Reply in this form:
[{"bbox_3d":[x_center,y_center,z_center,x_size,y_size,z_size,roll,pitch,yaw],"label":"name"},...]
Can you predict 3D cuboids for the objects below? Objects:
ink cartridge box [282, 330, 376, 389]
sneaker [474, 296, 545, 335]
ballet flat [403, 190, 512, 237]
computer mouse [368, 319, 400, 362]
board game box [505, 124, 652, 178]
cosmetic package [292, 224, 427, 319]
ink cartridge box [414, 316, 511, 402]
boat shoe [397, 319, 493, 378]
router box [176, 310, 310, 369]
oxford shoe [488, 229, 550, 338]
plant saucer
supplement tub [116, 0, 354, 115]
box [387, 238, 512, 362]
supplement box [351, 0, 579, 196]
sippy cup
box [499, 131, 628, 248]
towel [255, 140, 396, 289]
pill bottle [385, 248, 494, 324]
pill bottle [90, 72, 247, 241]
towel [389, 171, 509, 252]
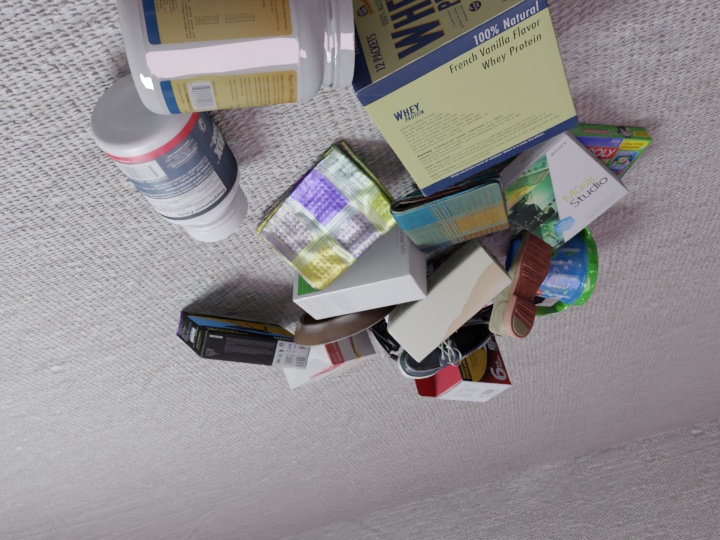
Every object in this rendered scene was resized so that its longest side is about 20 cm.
[{"bbox_3d":[-0.050,0.167,1.219,0.116,0.068,0.199,-33,165,29],"label":"ink cartridge box"},{"bbox_3d":[0.300,0.081,1.227,0.198,0.113,0.073,5,144,-26],"label":"sneaker"},{"bbox_3d":[0.148,-0.082,0.973,0.198,0.075,0.074,5,144,-20],"label":"ballet flat"},{"bbox_3d":[0.062,0.129,1.197,0.046,0.141,0.200,-41,149,2],"label":"computer mouse"},{"bbox_3d":[0.323,-0.164,0.941,0.198,0.029,0.135,-1,146,-17],"label":"board game box"},{"bbox_3d":[0.000,0.000,0.974,0.198,0.109,0.085,-14,148,21],"label":"cosmetic package"},{"bbox_3d":[0.179,0.144,1.196,0.174,0.202,0.084,10,141,-33],"label":"ink cartridge box"},{"bbox_3d":[0.156,0.135,1.087,0.198,0.075,0.062,-13,163,-29],"label":"boat shoe"},{"bbox_3d":[-0.210,0.123,1.092,0.199,0.052,0.149,13,-177,-34],"label":"router box"},{"bbox_3d":[0.257,0.012,1.012,0.071,0.202,0.074,32,161,-28],"label":"oxford shoe"},{"bbox_3d":[-0.030,0.071,1.073,0.199,0.200,0.032,-22,102,5],"label":"plant saucer"},{"bbox_3d":[-0.113,-0.229,0.580,0.198,0.146,0.145,-7,147,-8],"label":"supplement tub"},{"bbox_3d":[0.140,0.045,0.993,0.200,0.095,0.078,-43,98,14],"label":"box"},{"bbox_3d":[0.108,-0.222,0.677,0.199,0.135,0.200,-24,146,17],"label":"supplement box"},{"bbox_3d":[0.334,-0.009,1.098,0.129,0.180,0.140,4,174,-6],"label":"sippy cup"},{"bbox_3d":[0.294,-0.120,0.919,0.199,0.037,0.144,24,124,-38],"label":"box"},{"bbox_3d":[-0.047,-0.070,0.879,0.144,0.023,0.200,47,120,-7],"label":"towel"},{"bbox_3d":[0.141,0.044,1.115,0.199,0.113,0.112,-28,144,22],"label":"pill bottle"},{"bbox_3d":[-0.212,-0.126,0.727,0.118,0.121,0.200,-16,148,5],"label":"pill bottle"},{"bbox_3d":[0.130,-0.074,0.846,0.145,0.022,0.200,-15,163,14],"label":"towel"}]
